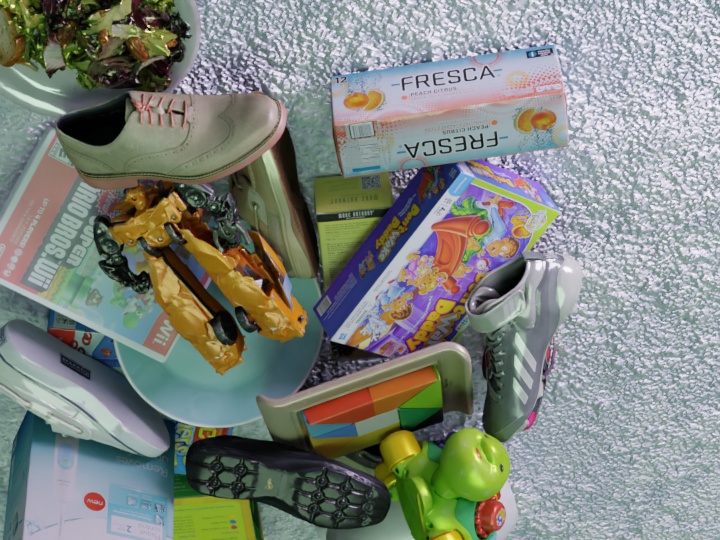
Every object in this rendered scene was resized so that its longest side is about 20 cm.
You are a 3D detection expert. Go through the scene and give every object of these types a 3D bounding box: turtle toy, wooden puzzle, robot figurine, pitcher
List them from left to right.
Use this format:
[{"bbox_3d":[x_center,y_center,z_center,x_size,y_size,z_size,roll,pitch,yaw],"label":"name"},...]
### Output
[{"bbox_3d":[-0.142,-0.004,1.551,0.144,0.058,0.200,-26,117,24],"label":"robot figurine"},{"bbox_3d":[0.010,0.133,1.661,0.198,0.038,0.185,-14,158,-1],"label":"wooden puzzle"},{"bbox_3d":[0.053,0.257,1.862,0.199,0.172,0.122,-22,107,-9],"label":"pitcher"},{"bbox_3d":[0.088,0.213,1.689,0.100,0.147,0.200,-20,159,-13],"label":"turtle toy"}]

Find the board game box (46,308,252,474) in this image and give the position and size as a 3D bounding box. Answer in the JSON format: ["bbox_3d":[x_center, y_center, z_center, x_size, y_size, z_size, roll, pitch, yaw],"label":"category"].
[{"bbox_3d":[-0.217,0.113,1.734,0.194,0.056,0.201,6,134,-10],"label":"board game box"}]

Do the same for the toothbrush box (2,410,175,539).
[{"bbox_3d":[-0.256,0.228,1.663,0.145,0.201,0.086,16,132,-18],"label":"toothbrush box"}]

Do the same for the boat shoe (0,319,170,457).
[{"bbox_3d":[-0.269,0.124,1.645,0.199,0.072,0.066,35,117,-30],"label":"boat shoe"}]

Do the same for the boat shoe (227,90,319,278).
[{"bbox_3d":[-0.087,-0.069,1.553,0.064,0.073,0.201,-7,134,10],"label":"boat shoe"}]

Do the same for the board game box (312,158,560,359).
[{"bbox_3d":[0.068,-0.009,1.590,0.134,0.045,0.200,17,119,-41],"label":"board game box"}]

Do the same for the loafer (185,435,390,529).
[{"bbox_3d":[-0.068,0.195,1.677,0.199,0.070,0.069,13,107,-6],"label":"loafer"}]

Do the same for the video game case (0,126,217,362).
[{"bbox_3d":[-0.226,-0.021,1.572,0.199,0.017,0.144,28,95,-26],"label":"video game case"}]

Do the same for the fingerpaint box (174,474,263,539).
[{"bbox_3d":[-0.208,0.268,1.877,0.198,0.074,0.168,-5,134,1],"label":"fingerpaint box"}]

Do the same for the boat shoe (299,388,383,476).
[{"bbox_3d":[-0.035,0.153,1.784,0.066,0.072,0.201,-35,128,14],"label":"boat shoe"}]

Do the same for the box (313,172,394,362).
[{"bbox_3d":[0.000,0.000,1.643,0.075,0.050,0.201,-6,134,1],"label":"box"}]

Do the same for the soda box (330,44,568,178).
[{"bbox_3d":[0.075,-0.135,1.500,0.198,0.069,0.064,-7,136,3],"label":"soda box"}]

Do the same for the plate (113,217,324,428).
[{"bbox_3d":[-0.132,0.047,1.643,0.198,0.026,0.202,-2,100,-8],"label":"plate"}]

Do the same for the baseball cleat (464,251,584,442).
[{"bbox_3d":[0.131,0.067,1.623,0.106,0.070,0.201,9,115,-25],"label":"baseball cleat"}]

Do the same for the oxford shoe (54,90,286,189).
[{"bbox_3d":[-0.160,-0.115,1.457,0.198,0.071,0.075,-12,148,17],"label":"oxford shoe"}]

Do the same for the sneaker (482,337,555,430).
[{"bbox_3d":[0.159,0.071,1.709,0.080,0.075,0.201,-5,134,1],"label":"sneaker"}]

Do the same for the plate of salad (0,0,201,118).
[{"bbox_3d":[-0.229,-0.192,1.435,0.198,0.048,0.201,-2,134,-2],"label":"plate of salad"}]
